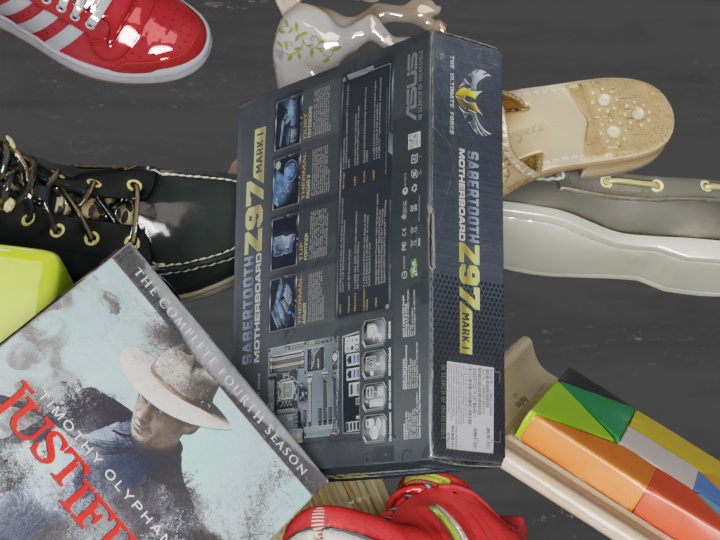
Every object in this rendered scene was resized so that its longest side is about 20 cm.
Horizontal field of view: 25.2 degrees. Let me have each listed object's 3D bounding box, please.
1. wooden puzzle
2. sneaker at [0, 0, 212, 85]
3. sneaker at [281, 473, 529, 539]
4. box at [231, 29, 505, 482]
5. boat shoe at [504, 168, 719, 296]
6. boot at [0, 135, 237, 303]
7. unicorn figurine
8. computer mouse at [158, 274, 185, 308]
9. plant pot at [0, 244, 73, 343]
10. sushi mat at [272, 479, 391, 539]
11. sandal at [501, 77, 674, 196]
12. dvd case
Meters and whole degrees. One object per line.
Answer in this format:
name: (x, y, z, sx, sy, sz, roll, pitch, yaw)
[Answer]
wooden puzzle: (0.148, 0.106, 0.820, 0.200, 0.185, 0.037, 37, 104, 9)
sneaker: (-0.182, -0.181, 0.943, 0.200, 0.112, 0.071, 21, 67, 5)
sneaker: (0.024, 0.137, 0.801, 0.077, 0.200, 0.085, -20, 62, 28)
box: (0.000, 0.000, 0.781, 0.051, 0.158, 0.200, 11, 74, -39)
boat shoe: (0.139, -0.032, 0.930, 0.202, 0.072, 0.060, 9, 66, -8)
boot: (-0.154, -0.033, 0.836, 0.203, 0.154, 0.074, -3, 73, 15)
unicorn figurine: (-0.020, -0.083, 0.930, 0.137, 0.074, 0.200, 2, 85, 5)
computer mouse: (-0.092, 0.097, 0.818, 0.044, 0.110, 0.200, -22, 73, 8)
plant pot: (-0.242, 0.094, 0.782, 0.199, 0.200, 0.182, 4, 74, -3)
sushi mat: (-0.027, 0.138, 0.874, 0.096, 0.012, 0.200, -22, 70, -13)
sandal: (0.076, -0.077, 0.863, 0.212, 0.070, 0.078, -14, 67, -14)
dvd case: (-0.124, 0.100, 0.681, 0.146, 0.022, 0.200, 51, 55, -4)
